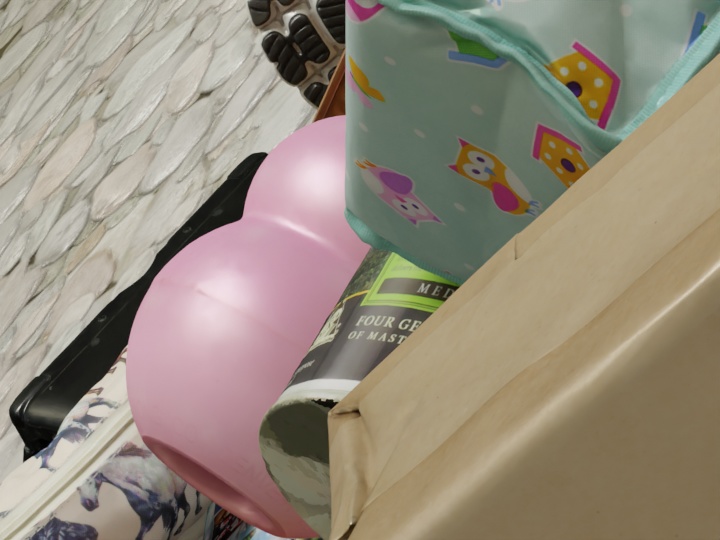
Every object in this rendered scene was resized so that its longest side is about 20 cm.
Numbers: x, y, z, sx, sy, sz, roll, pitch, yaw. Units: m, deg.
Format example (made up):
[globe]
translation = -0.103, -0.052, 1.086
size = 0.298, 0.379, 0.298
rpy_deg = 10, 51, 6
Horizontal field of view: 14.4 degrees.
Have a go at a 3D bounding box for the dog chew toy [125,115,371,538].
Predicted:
[dog chew toy]
translation = 0.000, 0.000, 1.078
size = 0.201, 0.124, 0.124
rpy_deg = -55, 19, -14

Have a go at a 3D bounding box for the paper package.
[paper package]
translation = 0.116, 0.066, 0.674
size = 0.191, 0.200, 0.104
rpy_deg = -43, 18, 22

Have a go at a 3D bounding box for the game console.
[game console]
translation = -0.066, 0.048, 1.370
size = 0.175, 0.117, 0.200
rpy_deg = 8, 45, 40

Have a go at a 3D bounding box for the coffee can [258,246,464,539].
[coffee can]
translation = 0.076, 0.010, 0.972
size = 0.146, 0.146, 0.201
rpy_deg = -19, 36, 58

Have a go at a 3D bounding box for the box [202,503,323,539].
[box]
translation = -0.010, 0.092, 1.185
size = 0.137, 0.040, 0.200
rpy_deg = -42, 19, 20

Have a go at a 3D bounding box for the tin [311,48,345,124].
[tin]
translation = 0.021, -0.068, 1.187
size = 0.112, 0.042, 0.201
rpy_deg = -38, -24, -59

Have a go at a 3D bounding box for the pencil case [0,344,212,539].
[pencil case]
translation = -0.105, 0.089, 1.171
size = 0.200, 0.078, 0.090
rpy_deg = -47, -12, -29

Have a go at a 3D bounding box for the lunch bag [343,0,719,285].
[lunch bag]
translation = 0.085, -0.098, 0.848
size = 0.200, 0.122, 0.171
rpy_deg = -54, -14, -19

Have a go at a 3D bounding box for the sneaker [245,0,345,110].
[sneaker]
translation = 0.003, -0.100, 1.282
size = 0.077, 0.201, 0.085
rpy_deg = -26, 28, 6
